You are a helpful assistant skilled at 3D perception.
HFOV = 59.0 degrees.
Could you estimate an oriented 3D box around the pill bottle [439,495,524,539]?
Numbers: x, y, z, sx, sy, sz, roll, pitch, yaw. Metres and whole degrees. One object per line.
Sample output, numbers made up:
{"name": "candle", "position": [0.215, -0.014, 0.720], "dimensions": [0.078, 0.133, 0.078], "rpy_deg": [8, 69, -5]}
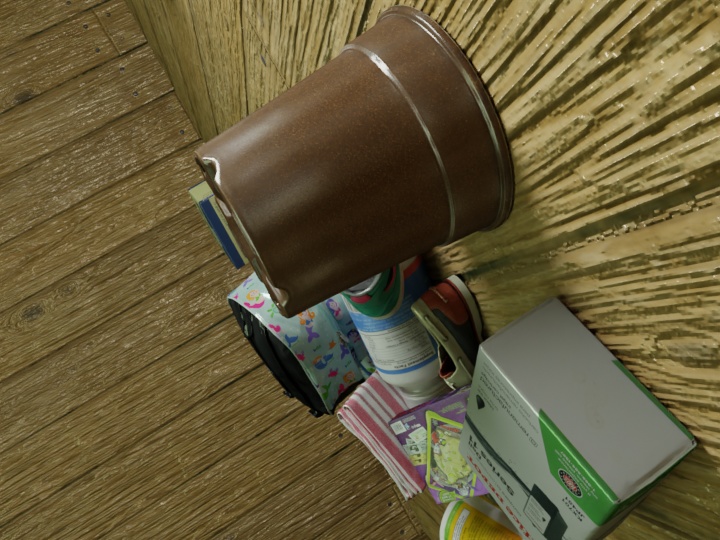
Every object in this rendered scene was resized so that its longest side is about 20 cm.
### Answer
{"name": "pill bottle", "position": [0.206, 0.373, 0.832], "dimensions": [0.199, 0.111, 0.112], "rpy_deg": [13, 134, 55]}

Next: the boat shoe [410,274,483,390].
{"name": "boat shoe", "position": [0.114, 0.099, 0.733], "dimensions": [0.071, 0.062, 0.202], "rpy_deg": [40, 158, 55]}

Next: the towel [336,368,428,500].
{"name": "towel", "position": [0.066, 0.191, 0.859], "dimensions": [0.147, 0.200, 0.030], "rpy_deg": [49, 129, 3]}

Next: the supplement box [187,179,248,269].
{"name": "supplement box", "position": [-0.197, -0.129, 1.195], "dimensions": [0.136, 0.198, 0.199], "rpy_deg": [63, 167, -22]}

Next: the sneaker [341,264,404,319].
{"name": "sneaker", "position": [-0.006, -0.052, 0.669], "dimensions": [0.121, 0.082, 0.204], "rpy_deg": [26, -128, -73]}

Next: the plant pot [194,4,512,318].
{"name": "plant pot", "position": [-0.015, -0.076, 0.520], "dimensions": [0.202, 0.196, 0.201], "rpy_deg": [56, 168, 19]}

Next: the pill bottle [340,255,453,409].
{"name": "pill bottle", "position": [0.056, 0.073, 0.800], "dimensions": [0.202, 0.111, 0.112], "rpy_deg": [64, 168, -21]}

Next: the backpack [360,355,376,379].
{"name": "backpack", "position": [0.001, 0.088, 1.052], "dimensions": [0.199, 0.154, 0.164], "rpy_deg": [22, 149, 52]}

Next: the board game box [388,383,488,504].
{"name": "board game box", "position": [0.128, 0.193, 0.721], "dimensions": [0.199, 0.032, 0.121], "rpy_deg": [-35, 83, 45]}

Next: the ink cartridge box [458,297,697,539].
{"name": "ink cartridge box", "position": [0.161, 0.146, 0.528], "dimensions": [0.147, 0.082, 0.202], "rpy_deg": [50, 159, 33]}

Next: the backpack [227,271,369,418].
{"name": "backpack", "position": [-0.085, 0.081, 0.881], "dimensions": [0.177, 0.151, 0.201], "rpy_deg": [23, 156, 51]}

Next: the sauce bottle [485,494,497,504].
{"name": "sauce bottle", "position": [0.160, 0.259, 0.931], "dimensions": [0.065, 0.064, 0.200], "rpy_deg": [64, 170, -22]}
